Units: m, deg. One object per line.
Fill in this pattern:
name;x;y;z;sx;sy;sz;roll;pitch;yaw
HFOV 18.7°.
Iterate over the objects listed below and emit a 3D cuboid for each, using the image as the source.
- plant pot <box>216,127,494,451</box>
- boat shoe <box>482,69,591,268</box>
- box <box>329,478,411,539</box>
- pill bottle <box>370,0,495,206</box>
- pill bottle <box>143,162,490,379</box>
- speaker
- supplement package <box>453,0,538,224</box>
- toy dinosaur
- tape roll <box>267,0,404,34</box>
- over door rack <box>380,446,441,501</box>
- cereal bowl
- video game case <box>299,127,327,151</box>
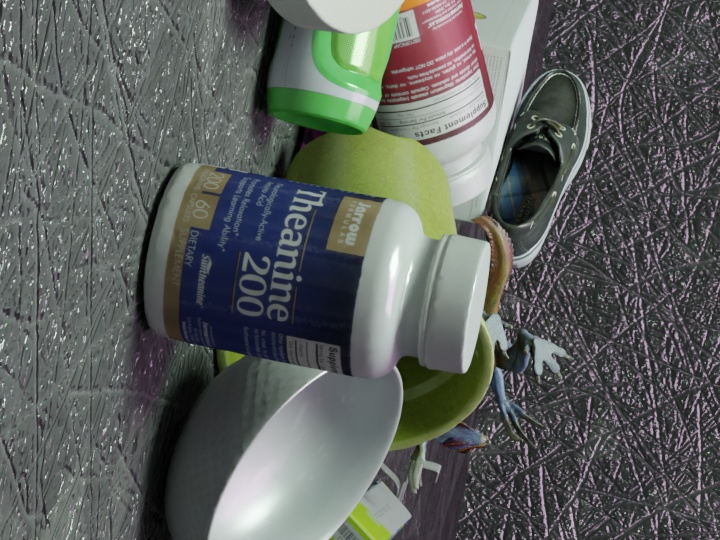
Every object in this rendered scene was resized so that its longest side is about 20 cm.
plant pot;0.000;0.000;1.626;0.201;0.199;0.185;92;1;-45
boat shoe;0.152;-0.095;1.844;0.057;0.068;0.201;92;15;-59
box;-0.025;0.230;1.737;0.122;0.048;0.200;-45;174;7
pill bottle;0.041;-0.153;1.694;0.113;0.112;0.201;-66;147;-54
pill bottle;-0.025;0.004;1.347;0.111;0.198;0.112;11;90;-82
speaker;-0.011;-0.202;1.559;0.088;0.088;0.202;34;67;-80
supplement package;0.078;-0.155;1.867;0.200;0.110;0.157;-64;165;-65
toy dinosaur;0.094;0.078;1.723;0.181;0.104;0.202;153;-57;-65
tape roll;-0.009;-0.256;1.436;0.202;0.037;0.205;-23;118;-55
over door rack;0.033;0.229;2.374;0.201;0.066;0.148;-60;-177;34
cereal bowl;-0.065;0.121;1.514;0.200;0.083;0.201;-39;148;-30
video game case;-0.011;-0.120;1.815;0.182;0.036;0.201;82;21;-65
